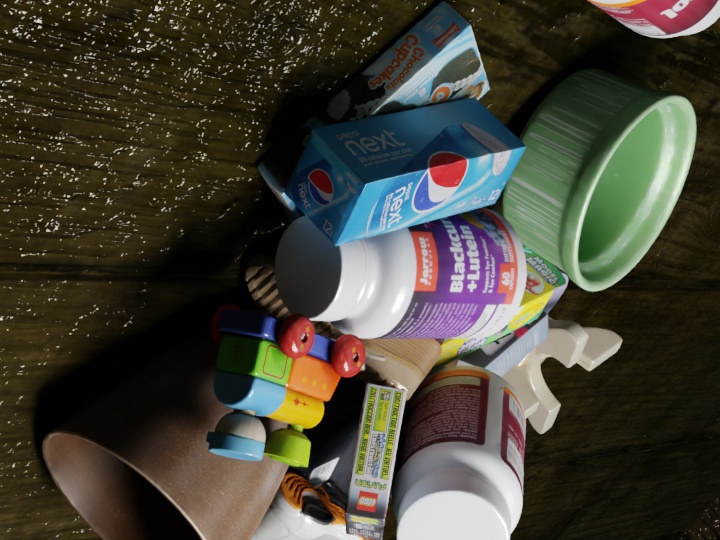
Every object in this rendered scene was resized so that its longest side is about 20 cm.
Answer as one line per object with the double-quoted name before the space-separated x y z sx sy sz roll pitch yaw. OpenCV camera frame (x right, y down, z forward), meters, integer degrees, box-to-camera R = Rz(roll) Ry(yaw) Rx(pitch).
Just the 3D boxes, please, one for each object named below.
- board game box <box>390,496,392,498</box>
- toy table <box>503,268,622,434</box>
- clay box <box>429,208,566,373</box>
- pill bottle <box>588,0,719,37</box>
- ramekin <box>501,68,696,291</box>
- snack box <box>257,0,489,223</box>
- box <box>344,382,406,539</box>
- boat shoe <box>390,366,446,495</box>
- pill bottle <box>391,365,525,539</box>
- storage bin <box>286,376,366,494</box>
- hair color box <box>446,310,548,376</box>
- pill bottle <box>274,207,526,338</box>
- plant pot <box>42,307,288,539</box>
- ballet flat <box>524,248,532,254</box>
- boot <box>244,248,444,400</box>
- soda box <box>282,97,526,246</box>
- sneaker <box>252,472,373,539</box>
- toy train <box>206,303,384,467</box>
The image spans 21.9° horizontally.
"board game box" 0.034 0.208 1.865 0.029 0.200 0.135 -40 156 -5
"toy table" 0.179 0.089 2.012 0.200 0.117 0.184 -37 156 -18
"clay box" 0.091 0.017 1.748 0.199 0.115 0.048 -22 150 -40
"pill bottle" 0.240 -0.256 1.534 0.113 0.113 0.200 -50 157 14
"ramekin" 0.221 -0.091 1.749 0.200 0.097 0.201 -38 145 -34
"snack box" 0.014 -0.116 1.495 0.200 0.037 0.116 -42 158 -5
"box" 0.012 0.168 1.603 0.200 0.034 0.111 90 10 -78
"boat shoe" 0.057 0.121 1.785 0.073 0.202 0.076 1 172 -26
"pill bottle" 0.087 0.179 1.628 0.114 0.114 0.200 -55 -171 25
"storage bin" -0.068 0.168 1.770 0.135 0.094 0.201 -20 148 -43
"hair color box" 0.083 0.084 1.867 0.200 0.099 0.061 -40 158 -10
"pill bottle" 0.031 0.000 1.511 0.199 0.112 0.112 1 132 -43
"plant pot" -0.128 0.131 1.538 0.200 0.186 0.187 -49 162 -29
"ballet flat" 0.232 -0.077 1.894 0.200 0.071 0.071 -42 157 -6
"boot" 0.000 0.000 1.613 0.072 0.200 0.167 -23 -144 48
"soda box" 0.038 -0.080 1.458 0.199 0.068 0.064 -16 143 -46
"sneaker" -0.056 0.246 1.730 0.092 0.076 0.200 -40 150 9
"toy train" -0.044 0.104 1.475 0.200 0.084 0.117 24 76 -52
